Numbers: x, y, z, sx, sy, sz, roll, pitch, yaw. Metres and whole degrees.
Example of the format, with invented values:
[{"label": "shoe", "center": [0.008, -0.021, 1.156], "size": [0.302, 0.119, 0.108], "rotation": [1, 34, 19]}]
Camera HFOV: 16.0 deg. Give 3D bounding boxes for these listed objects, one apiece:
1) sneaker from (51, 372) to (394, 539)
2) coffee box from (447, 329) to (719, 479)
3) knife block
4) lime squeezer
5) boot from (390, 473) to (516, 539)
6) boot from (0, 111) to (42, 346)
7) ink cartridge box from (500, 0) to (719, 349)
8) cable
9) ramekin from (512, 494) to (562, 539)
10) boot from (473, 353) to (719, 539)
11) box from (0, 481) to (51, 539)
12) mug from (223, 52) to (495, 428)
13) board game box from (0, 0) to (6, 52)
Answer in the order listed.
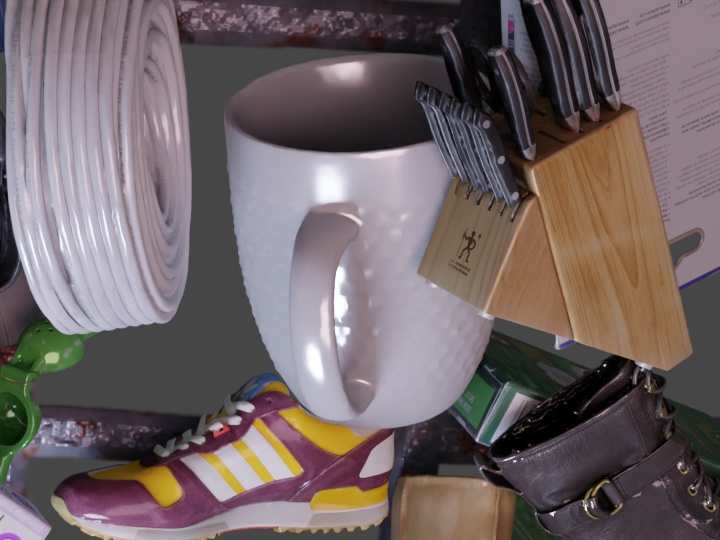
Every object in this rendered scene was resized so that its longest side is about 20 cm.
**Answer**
[{"label": "sneaker", "center": [-0.078, 0.102, 1.452], "size": [0.200, 0.075, 0.090], "rotation": [-2, 102, -23]}, {"label": "coffee box", "center": [0.138, 0.092, 1.480], "size": [0.200, 0.123, 0.044], "rotation": [21, 101, -24]}, {"label": "knife block", "center": [0.111, -0.055, 1.298], "size": [0.200, 0.064, 0.176], "rotation": [18, 99, -38]}, {"label": "lime squeezer", "center": [-0.175, 0.070, 1.374], "size": [0.038, 0.071, 0.200], "rotation": [23, 68, 16]}, {"label": "boot", "center": [0.028, 0.221, 1.507], "size": [0.066, 0.175, 0.200], "rotation": [8, 82, -39]}, {"label": "boot", "center": [-0.200, -0.019, 1.321], "size": [0.070, 0.132, 0.200], "rotation": [-19, 124, -9]}, {"label": "ink cartridge box", "center": [0.158, -0.082, 1.408], "size": [0.196, 0.043, 0.200], "rotation": [-23, 122, -38]}, {"label": "cable", "center": [-0.128, -0.067, 1.298], "size": [0.069, 0.200, 0.200], "rotation": [-3, 152, 6]}, {"label": "ramekin", "center": [0.146, 0.226, 1.544], "size": [0.200, 0.098, 0.200], "rotation": [-6, 111, -15]}, {"label": "boot", "center": [0.180, 0.114, 1.398], "size": [0.200, 0.069, 0.174], "rotation": [-29, 117, -2]}, {"label": "box", "center": [-0.241, 0.084, 1.249], "size": [0.200, 0.041, 0.039], "rotation": [38, 89, -27]}, {"label": "mug", "center": [0.000, 0.000, 1.365], "size": [0.148, 0.200, 0.175], "rotation": [2, 116, 14]}, {"label": "board game box", "center": [-0.238, -0.200, 1.313], "size": [0.103, 0.019, 0.200], "rotation": [-14, 113, -10]}]
